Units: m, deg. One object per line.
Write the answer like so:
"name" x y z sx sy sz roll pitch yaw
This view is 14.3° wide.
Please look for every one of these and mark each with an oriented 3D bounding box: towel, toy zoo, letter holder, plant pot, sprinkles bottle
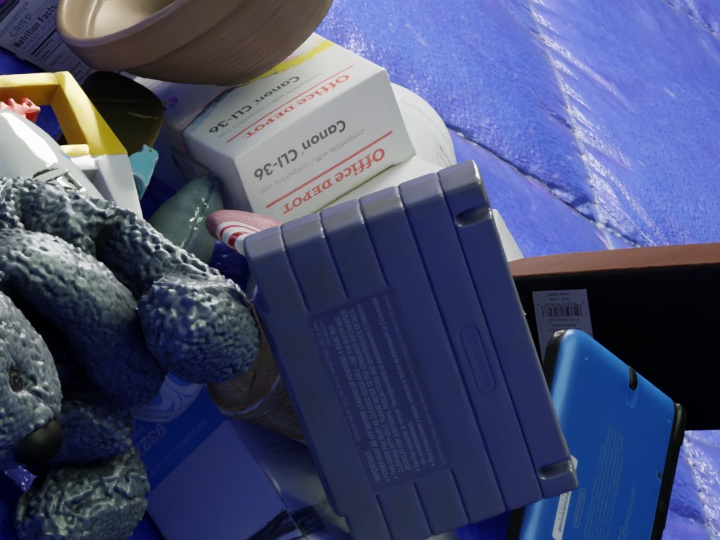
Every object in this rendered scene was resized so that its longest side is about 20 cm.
"towel" 0.000 0.000 1.567 0.143 0.023 0.200 15 3 -14
"toy zoo" -0.203 -0.053 1.590 0.199 0.020 0.131 -6 54 -33
"letter holder" 0.185 0.034 1.757 0.142 0.199 0.101 -20 103 -52
"plant pot" -0.081 -0.177 1.728 0.093 0.200 0.201 49 22 -26
"sprinkles bottle" 0.008 0.075 1.563 0.200 0.068 0.068 23 34 -40

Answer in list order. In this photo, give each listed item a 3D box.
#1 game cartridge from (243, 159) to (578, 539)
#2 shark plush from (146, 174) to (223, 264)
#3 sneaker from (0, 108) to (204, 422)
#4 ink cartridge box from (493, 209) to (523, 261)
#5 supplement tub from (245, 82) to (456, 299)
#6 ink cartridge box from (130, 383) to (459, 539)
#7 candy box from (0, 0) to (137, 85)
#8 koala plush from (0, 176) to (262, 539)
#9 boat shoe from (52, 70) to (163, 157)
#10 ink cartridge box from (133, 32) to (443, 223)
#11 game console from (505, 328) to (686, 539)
"game cartridge" 0.026 0.048 1.466 0.038 0.129 0.201 -98 171 -58
"shark plush" -0.127 0.011 1.625 0.091 0.083 0.200 46 25 -2
"sneaker" -0.143 -0.012 1.523 0.072 0.073 0.200 -26 72 -38
"ink cartridge box" 0.112 0.088 1.856 0.200 0.045 0.176 59 18 -28
"supplement tub" -0.004 -0.020 1.810 0.132 0.132 0.200 37 26 -20
"ink cartridge box" -0.028 0.144 1.585 0.145 0.084 0.200 -1 52 -58
"candy box" -0.156 -0.166 1.866 0.200 0.061 0.137 30 31 -32
"koala plush" -0.188 0.045 1.400 0.184 0.178 0.200 41 24 15
"boat shoe" -0.171 -0.040 1.662 0.073 0.063 0.201 27 38 -6
"ink cartridge box" -0.049 -0.085 1.744 0.200 0.116 0.068 31 -32 53
"game console" 0.106 0.159 1.624 0.171 0.118 0.201 36 57 -39
